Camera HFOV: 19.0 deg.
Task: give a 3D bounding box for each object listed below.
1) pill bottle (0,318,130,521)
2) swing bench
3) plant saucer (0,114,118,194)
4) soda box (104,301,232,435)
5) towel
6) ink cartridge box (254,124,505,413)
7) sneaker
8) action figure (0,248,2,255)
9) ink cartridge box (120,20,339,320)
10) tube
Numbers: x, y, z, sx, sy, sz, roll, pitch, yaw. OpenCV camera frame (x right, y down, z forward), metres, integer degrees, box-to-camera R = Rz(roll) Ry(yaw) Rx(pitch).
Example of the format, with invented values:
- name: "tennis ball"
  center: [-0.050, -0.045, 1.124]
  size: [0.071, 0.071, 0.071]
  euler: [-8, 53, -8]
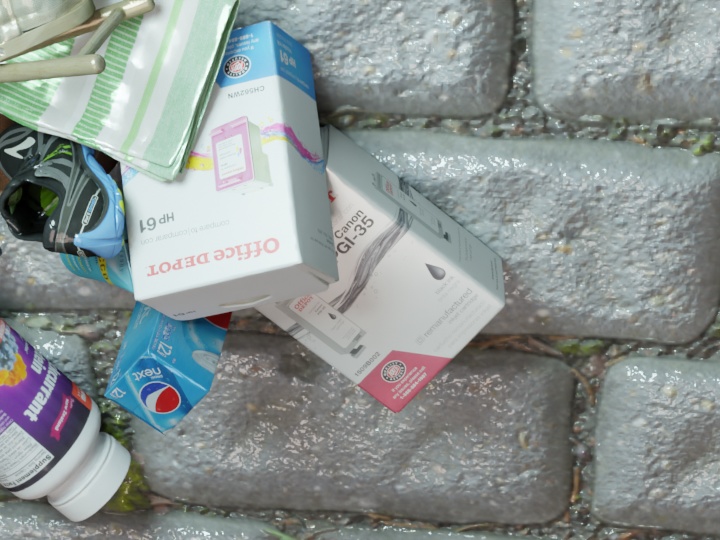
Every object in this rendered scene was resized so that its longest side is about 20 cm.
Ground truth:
- name: "pill bottle"
  center: [-0.304, 0.134, 1.930]
  size: [0.111, 0.112, 0.200]
  euler: [-33, 117, 28]
- name: "swing bench"
  center: [-0.289, -0.238, 1.581]
  size: [0.199, 0.130, 0.200]
  euler: [-10, 116, 20]
- name: "plant saucer"
  center: [-0.292, -0.129, 1.779]
  size: [0.198, 0.035, 0.201]
  euler: [4, 126, 6]
- name: "soda box"
  center: [-0.148, 0.038, 1.777]
  size: [0.064, 0.201, 0.068]
  euler: [34, 125, -17]
- name: "towel"
  center: [-0.203, -0.169, 1.665]
  size: [0.199, 0.023, 0.154]
  euler: [21, 95, 20]
- name: "ink cartridge box"
  center: [0.000, 0.000, 1.787]
  size: [0.200, 0.083, 0.147]
  euler: [37, 113, -18]
- name: "sneaker"
  center: [-0.249, -0.069, 1.688]
  size: [0.082, 0.200, 0.071]
  euler: [-3, 117, -28]
- name: "action figure"
  center: [-0.404, 0.021, 1.872]
  size: [0.200, 0.069, 0.130]
  euler: [-47, 67, 22]
- name: "ink cartridge box"
  center: [-0.107, -0.075, 1.683]
  size: [0.143, 0.202, 0.085]
  euler: [-13, 165, 18]
- name: "tube"
  center: [-0.207, -0.020, 1.757]
  size: [0.050, 0.200, 0.078]
  euler: [-15, 93, -16]
